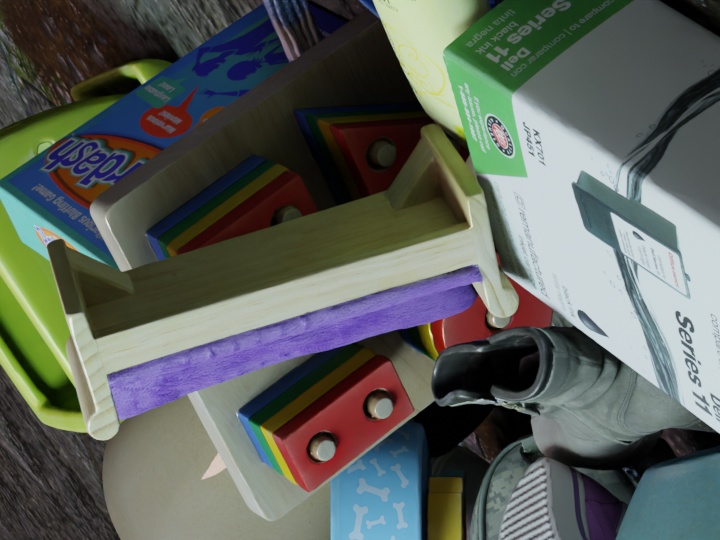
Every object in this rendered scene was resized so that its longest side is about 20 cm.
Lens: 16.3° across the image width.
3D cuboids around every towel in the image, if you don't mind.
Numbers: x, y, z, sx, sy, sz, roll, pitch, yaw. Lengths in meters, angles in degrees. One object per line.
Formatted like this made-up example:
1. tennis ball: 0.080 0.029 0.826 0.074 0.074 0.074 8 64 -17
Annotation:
1. towel: -0.063 -0.198 1.242 0.200 0.024 0.147 67 179 -52

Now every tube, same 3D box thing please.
1. tube: 0.034 -0.106 1.092 0.200 0.052 0.058 67 -158 -53

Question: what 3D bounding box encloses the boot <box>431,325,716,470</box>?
1. boot: 0.091 0.053 1.213 0.200 0.130 0.068 151 122 -67

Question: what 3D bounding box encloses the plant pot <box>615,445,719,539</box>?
1. plant pot: 0.186 0.140 1.092 0.200 0.200 0.135 154 103 -72

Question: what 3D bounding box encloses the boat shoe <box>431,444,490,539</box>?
1. boat shoe: 0.096 0.181 1.558 0.068 0.072 0.200 13 140 38

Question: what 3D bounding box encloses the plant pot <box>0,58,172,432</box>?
1. plant pot: -0.172 -0.025 1.663 0.199 0.181 0.200 57 162 -10

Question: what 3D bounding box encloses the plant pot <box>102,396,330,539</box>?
1. plant pot: -0.056 0.103 1.656 0.187 0.187 0.200 51 148 10

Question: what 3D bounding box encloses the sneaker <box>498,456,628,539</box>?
1. sneaker: 0.125 0.171 1.208 0.114 0.073 0.201 31 -151 -9

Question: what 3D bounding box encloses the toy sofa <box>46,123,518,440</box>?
1. toy sofa: -0.035 0.017 1.132 0.083 0.199 0.098 -119 14 -62

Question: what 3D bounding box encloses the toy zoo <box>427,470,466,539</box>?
1. toy zoo: 0.049 0.204 1.404 0.131 0.020 0.201 82 -173 -62

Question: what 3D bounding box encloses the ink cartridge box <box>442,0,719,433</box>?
1. ink cartridge box: 0.138 -0.021 1.048 0.200 0.083 0.147 38 156 41

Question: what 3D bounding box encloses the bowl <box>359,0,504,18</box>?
1. bowl: 0.010 -0.192 1.131 0.201 0.039 0.201 47 161 21

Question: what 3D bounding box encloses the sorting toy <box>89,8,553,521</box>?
1. sorting toy: 0.000 0.000 1.245 0.070 0.199 0.200 26 147 55

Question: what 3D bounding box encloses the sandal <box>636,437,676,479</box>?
1. sandal: 0.213 0.160 1.270 0.200 0.043 0.076 48 171 6

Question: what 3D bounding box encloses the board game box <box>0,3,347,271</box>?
1. board game box: -0.072 -0.060 1.318 0.152 0.200 0.045 31 152 49

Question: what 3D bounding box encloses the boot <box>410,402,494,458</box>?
1. boot: 0.007 0.012 1.445 0.158 0.079 0.211 48 162 19

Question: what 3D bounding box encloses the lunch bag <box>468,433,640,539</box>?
1. lunch bag: 0.122 0.199 1.405 0.200 0.139 0.168 84 169 -58

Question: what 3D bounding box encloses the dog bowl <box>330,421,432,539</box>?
1. dog bowl: 0.014 0.140 1.407 0.200 0.049 0.112 72 -162 -76
